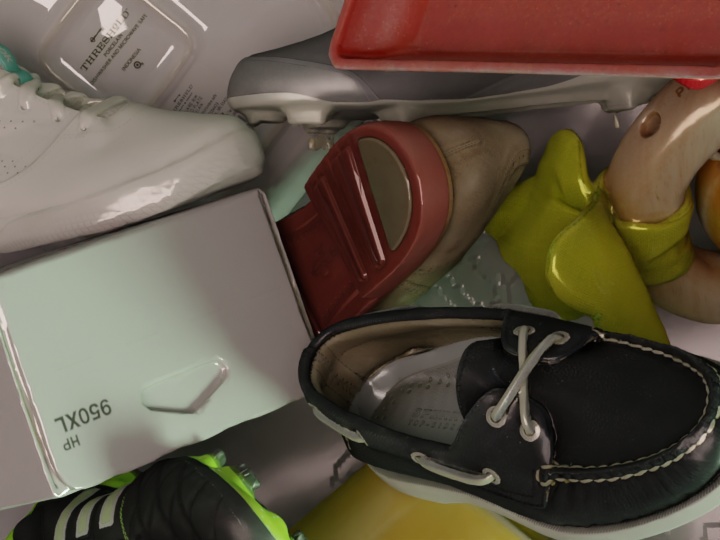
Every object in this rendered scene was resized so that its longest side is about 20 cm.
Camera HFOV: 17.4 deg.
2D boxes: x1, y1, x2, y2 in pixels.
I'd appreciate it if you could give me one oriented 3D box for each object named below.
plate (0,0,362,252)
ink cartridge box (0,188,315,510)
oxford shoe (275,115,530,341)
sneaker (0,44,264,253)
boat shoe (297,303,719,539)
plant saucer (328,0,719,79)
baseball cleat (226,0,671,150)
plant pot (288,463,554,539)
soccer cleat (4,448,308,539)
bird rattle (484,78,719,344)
[{"bbox_3d":[-0.097,-0.093,0.964,0.200,0.032,0.200,37,106,-7],"label":"plate"},{"bbox_3d":[-0.135,0.041,0.917,0.200,0.144,0.084,-15,95,44],"label":"ink cartridge box"},{"bbox_3d":[0.000,0.000,0.934,0.200,0.075,0.071,-37,72,53],"label":"oxford shoe"},{"bbox_3d":[-0.134,-0.054,0.916,0.199,0.075,0.089,-7,96,25],"label":"sneaker"},{"bbox_3d":[0.052,0.048,0.817,0.060,0.076,0.200,40,151,-31],"label":"boat shoe"},{"bbox_3d":[0.093,-0.155,0.829,0.200,0.037,0.200,6,75,49],"label":"plant saucer"},{"bbox_3d":[0.044,-0.105,0.923,0.199,0.070,0.107,-4,90,-8],"label":"baseball cleat"},{"bbox_3d":[0.010,0.177,0.926,0.201,0.201,0.189,39,91,5],"label":"plant pot"},{"bbox_3d":[-0.083,0.111,0.878,0.081,0.200,0.068,-45,105,-23],"label":"soccer cleat"},{"bbox_3d":[0.142,-0.047,0.886,0.200,0.163,0.113,-58,39,16],"label":"bird rattle"}]
